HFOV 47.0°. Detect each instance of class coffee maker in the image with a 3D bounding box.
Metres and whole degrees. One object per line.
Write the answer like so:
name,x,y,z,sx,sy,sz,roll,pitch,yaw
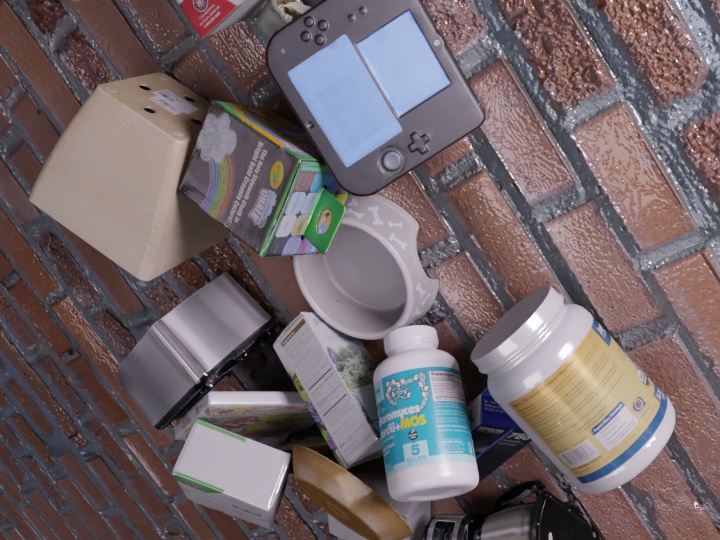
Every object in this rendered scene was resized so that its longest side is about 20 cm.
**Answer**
coffee maker,0.212,0.399,1.125,0.199,0.135,0.193,-25,104,42

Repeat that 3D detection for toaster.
toaster,-0.237,0.116,1.209,0.119,0.181,0.200,47,133,0

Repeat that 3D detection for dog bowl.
dog bowl,0.000,0.000,1.060,0.199,0.059,0.202,16,126,24

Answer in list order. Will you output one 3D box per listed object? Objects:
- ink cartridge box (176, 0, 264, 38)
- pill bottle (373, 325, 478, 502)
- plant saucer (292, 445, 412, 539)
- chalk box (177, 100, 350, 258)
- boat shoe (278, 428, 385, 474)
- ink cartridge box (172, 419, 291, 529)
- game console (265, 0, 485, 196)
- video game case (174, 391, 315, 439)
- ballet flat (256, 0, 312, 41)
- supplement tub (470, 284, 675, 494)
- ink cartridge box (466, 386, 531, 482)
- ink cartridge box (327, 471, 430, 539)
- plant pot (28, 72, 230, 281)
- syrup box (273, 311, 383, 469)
ink cartridge box,-0.169,-0.385,0.907,0.144,0.084,0.201,-25,102,42
pill bottle,0.075,0.173,1.015,0.111,0.110,0.202,-34,55,43
plant saucer,-0.021,0.313,1.123,0.199,0.036,0.201,32,157,15
chalk box,-0.091,-0.096,0.969,0.200,0.123,0.125,36,112,26
boat shoe,-0.032,0.262,1.245,0.199,0.066,0.072,-8,128,20
ink cartridge box,-0.183,0.302,1.205,0.144,0.088,0.200,19,153,3
game console,0.014,-0.199,0.883,0.176,0.031,0.201,-31,101,9
video game case,-0.152,0.214,1.211,0.182,0.198,0.023,-44,48,53
ballet flat,-0.031,-0.238,0.923,0.200,0.067,0.064,41,128,5
supplement tub,0.235,0.131,0.928,0.200,0.145,0.145,47,133,-2
ink cartridge box,0.161,0.214,1.070,0.099,0.039,0.200,11,137,-23
ink cartridge box,0.030,0.400,1.280,0.144,0.084,0.202,14,125,27
plant pot,-0.271,-0.139,1.071,0.199,0.200,0.178,33,121,11
syrup box,-0.026,0.153,1.107,0.081,0.078,0.201,-47,64,31
